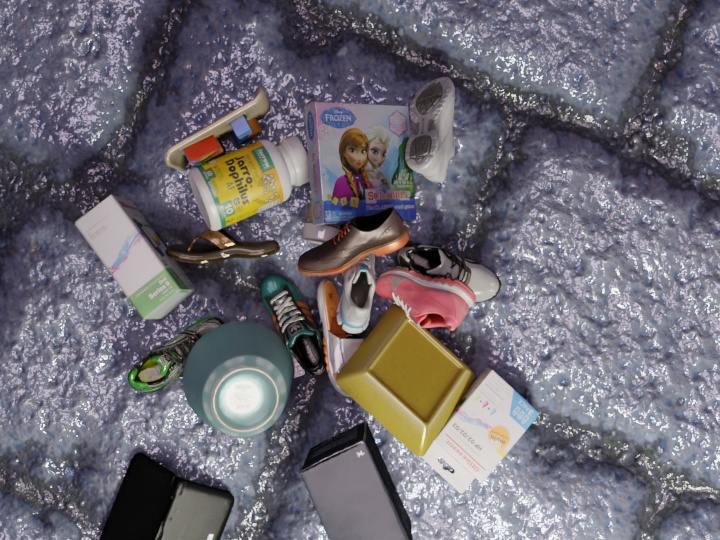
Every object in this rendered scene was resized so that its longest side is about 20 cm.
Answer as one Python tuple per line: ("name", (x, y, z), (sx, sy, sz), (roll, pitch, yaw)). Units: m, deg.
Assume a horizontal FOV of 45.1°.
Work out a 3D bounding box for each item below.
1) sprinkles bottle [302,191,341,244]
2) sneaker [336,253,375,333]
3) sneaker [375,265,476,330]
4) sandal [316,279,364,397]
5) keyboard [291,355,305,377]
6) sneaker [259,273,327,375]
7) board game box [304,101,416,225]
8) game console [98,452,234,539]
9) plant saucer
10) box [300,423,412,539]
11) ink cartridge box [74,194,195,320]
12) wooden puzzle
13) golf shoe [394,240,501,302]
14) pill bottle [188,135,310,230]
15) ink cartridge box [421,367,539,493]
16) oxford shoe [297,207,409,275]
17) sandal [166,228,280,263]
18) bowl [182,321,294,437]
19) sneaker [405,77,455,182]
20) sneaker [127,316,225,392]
("sprinkles bottle", (-0.054, -0.148, 1.526), (0.067, 0.068, 0.204), (10, 85, 0))
("sneaker", (0.000, 0.000, 1.494), (0.073, 0.087, 0.204), (3, 64, -13))
("sneaker", (0.095, 0.052, 1.479), (0.197, 0.074, 0.088), (9, 60, 35))
("sandal", (-0.028, 0.115, 1.512), (0.058, 0.079, 0.211), (-14, 87, 28))
("keyboard", (-0.199, 0.191, 1.550), (0.196, 0.011, 0.057), (-20, 88, -1))
("sneaker", (-0.113, 0.091, 1.515), (0.071, 0.080, 0.202), (-32, 85, -3))
("board game box", (0.003, -0.183, 1.493), (0.197, 0.041, 0.204), (-5, 91, -34))
("game console", (-0.346, 0.453, 1.538), (0.174, 0.116, 0.203), (23, 89, -30))
("plant saucer", (0.088, 0.177, 1.484), (0.199, 0.049, 0.200), (41, 57, 1))
("box", (-0.003, 0.383, 1.452), (0.122, 0.197, 0.203), (-24, 88, -1))
("ink cartridge box", (-0.383, -0.021, 1.488), (0.087, 0.145, 0.201), (-38, 89, -1))
("wooden puzzle", (-0.232, -0.227, 1.475), (0.198, 0.185, 0.047), (-35, 94, -1))
("golf shoe", (0.155, 0.006, 1.515), (0.196, 0.094, 0.079), (17, 87, -1))
("pill bottle", (-0.188, -0.157, 1.500), (0.197, 0.113, 0.115), (-24, 89, -15))
("ink cartridge box", (0.204, 0.285, 1.519), (0.115, 0.068, 0.201), (40, 89, 1))
("oxford shoe", (-0.021, -0.053, 1.451), (0.197, 0.072, 0.073), (-22, 131, 6))
("sandal", (-0.240, -0.048, 1.518), (0.195, 0.082, 0.056), (-3, 103, -3))
("bowl", (-0.200, 0.200, 1.471), (0.196, 0.105, 0.205), (-4, 106, -14))
("sneaker", (0.133, -0.245, 1.537), (0.077, 0.099, 0.204), (0, 65, 33))
("sneaker", (-0.315, 0.153, 1.513), (0.198, 0.085, 0.079), (-35, 89, -2))
